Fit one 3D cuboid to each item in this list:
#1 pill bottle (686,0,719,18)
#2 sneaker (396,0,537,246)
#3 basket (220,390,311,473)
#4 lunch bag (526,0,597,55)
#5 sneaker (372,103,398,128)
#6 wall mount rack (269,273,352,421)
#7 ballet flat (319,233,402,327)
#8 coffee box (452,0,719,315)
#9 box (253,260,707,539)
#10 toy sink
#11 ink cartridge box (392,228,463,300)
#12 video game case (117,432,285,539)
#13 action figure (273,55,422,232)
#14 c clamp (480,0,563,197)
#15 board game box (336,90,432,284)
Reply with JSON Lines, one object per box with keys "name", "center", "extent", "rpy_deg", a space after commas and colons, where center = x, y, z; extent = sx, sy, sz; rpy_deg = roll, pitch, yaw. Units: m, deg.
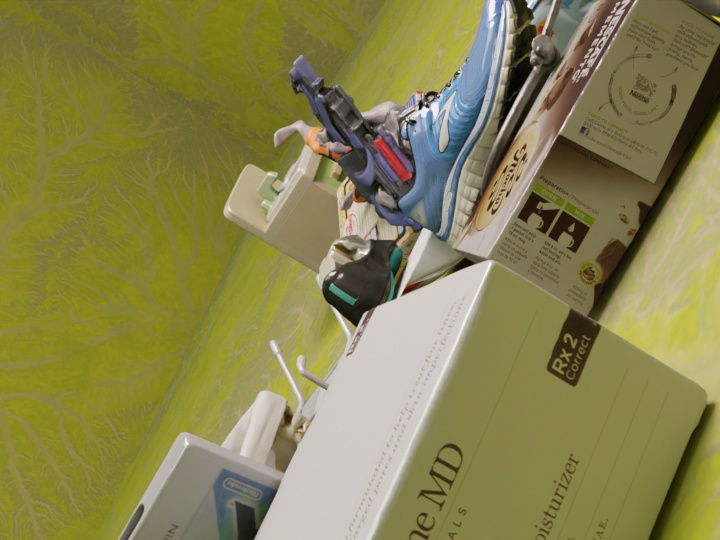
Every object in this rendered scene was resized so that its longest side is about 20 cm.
{"name": "pill bottle", "center": [0.251, -0.261, 0.681], "extent": [0.201, 0.112, 0.113], "rpy_deg": [-60, 10, 1]}
{"name": "sneaker", "center": [0.073, -0.121, 0.852], "extent": [0.078, 0.089, 0.202], "rpy_deg": [-28, -42, -65]}
{"name": "basket", "center": [-0.087, 0.226, 0.926], "extent": [0.200, 0.123, 0.136], "rpy_deg": [-52, 12, 32]}
{"name": "lunch bag", "center": [0.153, -0.197, 1.051], "extent": [0.201, 0.082, 0.161], "rpy_deg": [-58, 12, 11]}
{"name": "sneaker", "center": [0.062, -0.143, 1.266], "extent": [0.076, 0.105, 0.200], "rpy_deg": [-59, 10, -8]}
{"name": "wall mount rack", "center": [-0.061, 0.108, 1.253], "extent": [0.200, 0.074, 0.174], "rpy_deg": [-53, 12, 31]}
{"name": "ballet flat", "center": [0.000, 0.000, 1.006], "extent": [0.200, 0.068, 0.068], "rpy_deg": [-64, -1, -82]}
{"name": "coffee box", "center": [0.152, -0.078, 0.739], "extent": [0.201, 0.079, 0.113], "rpy_deg": [-60, 8, 1]}
{"name": "box", "center": [0.041, 0.124, 0.574], "extent": [0.200, 0.130, 0.200], "rpy_deg": [-63, 11, -16]}
{"name": "toy sink", "center": [-0.047, -0.087, 1.377], "extent": [0.112, 0.199, 0.131], "rpy_deg": [-54, 11, 30]}
{"name": "ink cartridge box", "center": [0.065, -0.001, 0.978], "extent": [0.162, 0.050, 0.201], "rpy_deg": [116, 178, -85]}
{"name": "video game case", "center": [-0.070, 0.213, 0.683], "extent": [0.183, 0.199, 0.022], "rpy_deg": [-59, 30, 4]}
{"name": "action figure", "center": [0.000, -0.137, 1.092], "extent": [0.193, 0.201, 0.105], "rpy_deg": [-4, 36, 52]}
{"name": "c clamp", "center": [0.138, -0.116, 0.855], "extent": [0.172, 0.027, 0.200], "rpy_deg": [-64, -17, -9]}
{"name": "board game box", "center": [0.038, -0.070, 1.193], "extent": [0.200, 0.046, 0.153], "rpy_deg": [-46, 42, 52]}
